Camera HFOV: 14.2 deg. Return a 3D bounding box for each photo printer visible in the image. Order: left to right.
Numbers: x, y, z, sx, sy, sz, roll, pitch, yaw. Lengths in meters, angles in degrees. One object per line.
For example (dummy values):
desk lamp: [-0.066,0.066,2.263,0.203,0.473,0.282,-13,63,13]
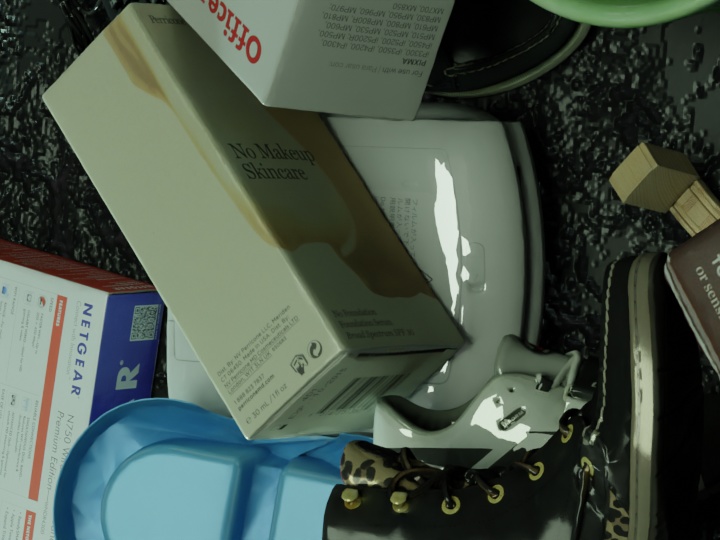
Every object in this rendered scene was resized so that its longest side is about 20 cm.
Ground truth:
photo printer: [0.000,0.000,1.404,0.200,0.069,0.167,3,93,36]

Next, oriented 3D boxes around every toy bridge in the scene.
toy bridge: [0.178,0.022,1.273,0.027,0.067,0.200,-49,49,28]

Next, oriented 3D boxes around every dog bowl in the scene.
dog bowl: [-0.047,0.125,1.395,0.199,0.050,0.112,10,90,16]

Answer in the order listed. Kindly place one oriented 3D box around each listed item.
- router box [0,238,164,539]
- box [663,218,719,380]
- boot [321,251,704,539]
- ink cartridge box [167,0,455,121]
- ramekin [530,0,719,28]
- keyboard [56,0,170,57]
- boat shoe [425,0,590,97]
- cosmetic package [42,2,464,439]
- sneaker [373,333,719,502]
router box: [-0.201,0.088,1.570,0.179,0.049,0.201,16,101,35]
box: [0.265,0.015,1.147,0.200,0.166,0.165,-36,70,32]
boot: [0.063,0.088,1.205,0.150,0.073,0.201,5,104,22]
ink cartridge box: [-0.012,-0.187,1.285,0.147,0.083,0.200,47,126,49]
ramekin: [0.141,-0.205,1.274,0.200,0.098,0.201,2,93,37]
keyboard: [-0.130,-0.156,1.496,0.127,0.021,0.200,-58,45,39]
boat shoe: [0.015,-0.121,1.390,0.199,0.066,0.075,4,95,37]
cosmetic package: [-0.050,-0.024,1.334,0.071,0.105,0.200,-43,69,27]
sneaker: [0.098,0.067,1.288,0.199,0.074,0.089,-14,97,11]
